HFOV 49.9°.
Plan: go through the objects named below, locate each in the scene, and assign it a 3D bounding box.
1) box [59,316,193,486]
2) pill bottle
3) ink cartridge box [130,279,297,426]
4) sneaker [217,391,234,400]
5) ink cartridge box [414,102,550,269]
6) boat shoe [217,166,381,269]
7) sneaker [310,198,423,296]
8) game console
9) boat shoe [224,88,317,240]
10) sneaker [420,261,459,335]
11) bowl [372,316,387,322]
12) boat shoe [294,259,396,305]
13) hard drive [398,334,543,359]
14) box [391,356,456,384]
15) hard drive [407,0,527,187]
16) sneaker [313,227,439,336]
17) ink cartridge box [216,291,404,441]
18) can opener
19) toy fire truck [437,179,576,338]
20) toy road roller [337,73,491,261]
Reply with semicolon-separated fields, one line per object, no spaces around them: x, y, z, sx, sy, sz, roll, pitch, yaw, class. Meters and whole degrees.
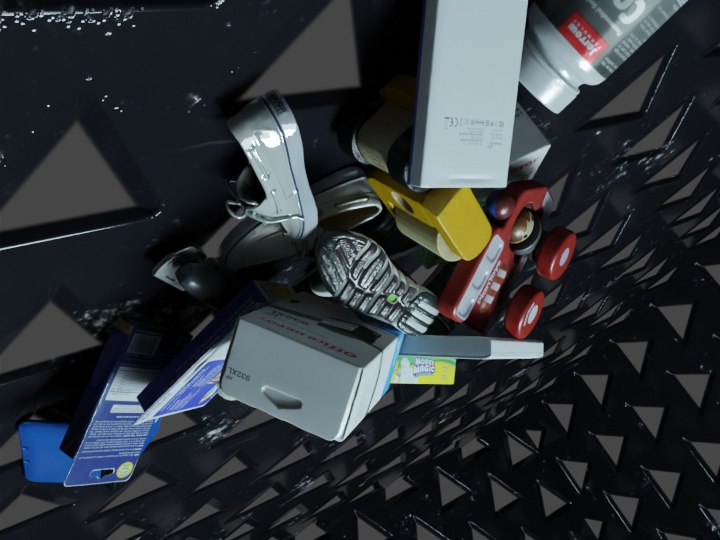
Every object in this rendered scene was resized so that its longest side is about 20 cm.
-0.286;0.159;0.934;0.203;0.032;0.121;-67;155;0;box
0.247;-0.269;0.805;0.200;0.115;0.113;-45;155;25;pill bottle
-0.171;0.093;0.923;0.197;0.047;0.200;-44;168;5;ink cartridge box
-0.130;0.116;1.153;0.198;0.076;0.105;-32;176;-5;sneaker
0.144;-0.110;1.026;0.143;0.085;0.201;-25;156;-23;ink cartridge box
-0.065;-0.045;0.888;0.198;0.070;0.071;-28;158;-16;boat shoe
-0.010;-0.037;1.002;0.198;0.072;0.099;-29;140;28;sneaker
-0.366;0.216;1.074;0.172;0.117;0.201;-57;176;-39;game console
-0.097;-0.083;0.763;0.085;0.075;0.203;-29;155;-12;boat shoe
0.136;0.032;1.091;0.089;0.067;0.201;-9;-139;53;sneaker
0.037;0.068;1.184;0.197;0.092;0.201;6;177;0;bowl
-0.028;0.032;1.096;0.200;0.072;0.066;-37;153;-5;boat shoe
0.142;0.099;0.993;0.130;0.027;0.199;-2;173;30;hard drive
0.032;0.135;1.137;0.198;0.049;0.116;6;180;-41;box
0.103;-0.181;0.730;0.131;0.025;0.204;-6;105;-43;hard drive
0.000;0.000;0.903;0.076;0.116;0.199;-48;129;3;sneaker
-0.046;0.096;0.855;0.200;0.143;0.085;-23;132;-74;ink cartridge box
-0.169;0.024;0.889;0.053;0.067;0.200;-34;158;3;can opener
0.171;-0.019;0.937;0.202;0.111;0.168;-61;152;-2;toy fire truck
0.085;-0.124;0.825;0.146;0.122;0.201;-46;134;-9;toy road roller
